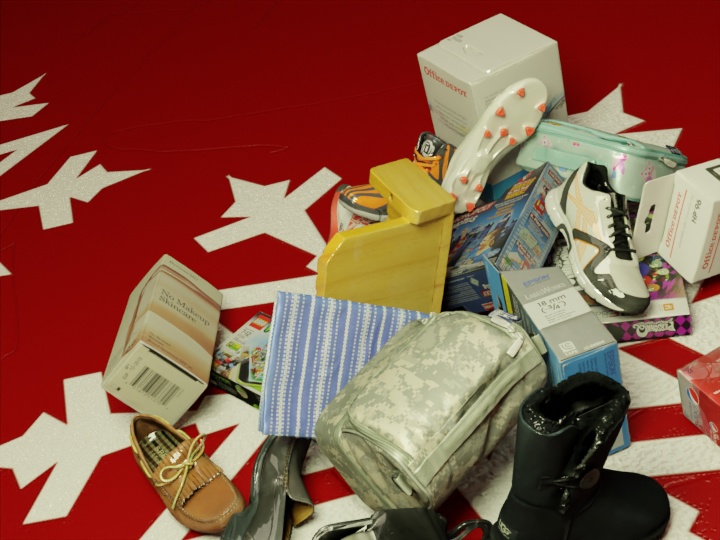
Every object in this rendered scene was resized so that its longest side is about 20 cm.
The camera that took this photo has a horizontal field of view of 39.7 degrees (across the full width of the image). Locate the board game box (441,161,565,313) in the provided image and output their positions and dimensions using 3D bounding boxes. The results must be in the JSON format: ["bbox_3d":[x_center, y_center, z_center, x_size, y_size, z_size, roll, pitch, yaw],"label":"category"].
[{"bbox_3d":[0.169,-0.037,1.224,0.200,0.062,0.199,-51,17,-28],"label":"board game box"}]

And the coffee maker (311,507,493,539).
[{"bbox_3d":[0.061,0.300,0.818,0.190,0.136,0.200,-22,36,-9],"label":"coffee maker"}]

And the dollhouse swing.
[{"bbox_3d":[0.000,0.000,1.137,0.174,0.202,0.182,-7,29,-23],"label":"dollhouse swing"}]

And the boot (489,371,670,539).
[{"bbox_3d":[0.207,0.167,0.857,0.198,0.170,0.077,-7,34,-26],"label":"boot"}]

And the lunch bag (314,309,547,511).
[{"bbox_3d":[0.075,0.136,0.966,0.200,0.140,0.167,-43,12,-23],"label":"lunch bag"}]

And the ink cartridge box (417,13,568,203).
[{"bbox_3d":[0.191,-0.224,1.390,0.143,0.202,0.147,-28,37,-13],"label":"ink cartridge box"}]

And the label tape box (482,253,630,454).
[{"bbox_3d":[0.203,0.078,1.038,0.063,0.145,0.201,-20,36,-4],"label":"label tape box"}]

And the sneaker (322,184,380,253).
[{"bbox_3d":[0.012,-0.049,1.359,0.106,0.068,0.203,-4,37,10],"label":"sneaker"}]

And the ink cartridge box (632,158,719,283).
[{"bbox_3d":[0.408,-0.062,1.121,0.198,0.117,0.068,-17,41,-18],"label":"ink cartridge box"}]

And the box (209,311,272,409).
[{"bbox_3d":[-0.090,0.122,1.201,0.199,0.035,0.110,19,50,40],"label":"box"}]

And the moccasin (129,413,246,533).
[{"bbox_3d":[-0.192,0.215,1.086,0.073,0.078,0.201,-32,38,-19],"label":"moccasin"}]

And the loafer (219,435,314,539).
[{"bbox_3d":[-0.079,0.238,1.024,0.071,0.073,0.201,7,52,18],"label":"loafer"}]

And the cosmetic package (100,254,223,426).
[{"bbox_3d":[-0.237,0.082,1.221,0.087,0.103,0.201,-46,23,21],"label":"cosmetic package"}]

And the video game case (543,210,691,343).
[{"bbox_3d":[0.287,0.009,1.185,0.179,0.036,0.201,-7,37,14],"label":"video game case"}]

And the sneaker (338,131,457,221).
[{"bbox_3d":[0.063,-0.130,1.338,0.198,0.113,0.077,-6,30,-35],"label":"sneaker"}]

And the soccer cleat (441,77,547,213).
[{"bbox_3d":[0.163,-0.165,1.277,0.201,0.069,0.078,-55,20,16],"label":"soccer cleat"}]

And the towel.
[{"bbox_3d":[-0.006,0.106,1.030,0.198,0.147,0.024,10,-4,-30],"label":"towel"}]

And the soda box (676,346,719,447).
[{"bbox_3d":[0.417,0.094,0.993,0.198,0.064,0.070,-27,36,-11],"label":"soda box"}]

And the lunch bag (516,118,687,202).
[{"bbox_3d":[0.307,-0.139,1.271,0.159,0.078,0.199,6,12,-43],"label":"lunch bag"}]

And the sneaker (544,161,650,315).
[{"bbox_3d":[0.272,-0.039,1.116,0.073,0.080,0.202,6,47,-32],"label":"sneaker"}]
